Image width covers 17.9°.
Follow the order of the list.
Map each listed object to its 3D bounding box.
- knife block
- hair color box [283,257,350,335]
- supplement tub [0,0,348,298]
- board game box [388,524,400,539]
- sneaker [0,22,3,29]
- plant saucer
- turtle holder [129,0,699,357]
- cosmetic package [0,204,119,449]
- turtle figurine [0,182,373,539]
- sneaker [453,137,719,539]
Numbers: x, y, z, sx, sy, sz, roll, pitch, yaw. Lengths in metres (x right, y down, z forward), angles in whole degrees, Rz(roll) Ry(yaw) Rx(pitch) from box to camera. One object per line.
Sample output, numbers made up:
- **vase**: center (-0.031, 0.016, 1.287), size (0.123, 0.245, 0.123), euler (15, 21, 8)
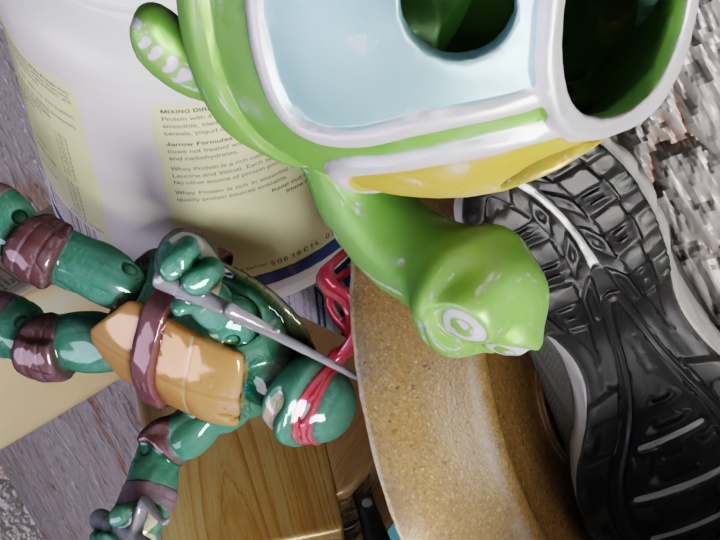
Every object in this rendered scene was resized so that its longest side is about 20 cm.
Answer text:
- **knife block**: center (-0.055, 0.100, 0.895), size (0.200, 0.176, 0.064), euler (26, 148, 22)
- **hair color box**: center (0.000, 0.000, 1.004), size (0.200, 0.060, 0.100), euler (50, 160, 30)
- **supplement tub**: center (-0.062, -0.093, 0.873), size (0.145, 0.145, 0.200), euler (50, 161, 29)
- **board game box**: center (-0.004, 0.082, 1.065), size (0.200, 0.047, 0.151), euler (49, -167, 30)
- **sneaker**: center (-0.153, -0.179, 1.051), size (0.200, 0.115, 0.074), euler (48, 162, 40)
- **plant saucer**: center (0.058, 0.054, 0.825), size (0.200, 0.035, 0.200), euler (49, -148, -46)
- **turtle holder**: center (0.018, -0.073, 0.647), size (0.132, 0.186, 0.141), euler (23, -175, 37)
- **cosmetic package**: center (-0.141, 0.009, 1.191), size (0.105, 0.200, 0.071), euler (27, 145, 62)
- **turtle figurine**: center (-0.075, 0.034, 0.838), size (0.200, 0.101, 0.150), euler (22, 120, 23)
- **sneaker**: center (0.090, 0.020, 0.787), size (0.079, 0.074, 0.200), euler (-100, -14, -61)
